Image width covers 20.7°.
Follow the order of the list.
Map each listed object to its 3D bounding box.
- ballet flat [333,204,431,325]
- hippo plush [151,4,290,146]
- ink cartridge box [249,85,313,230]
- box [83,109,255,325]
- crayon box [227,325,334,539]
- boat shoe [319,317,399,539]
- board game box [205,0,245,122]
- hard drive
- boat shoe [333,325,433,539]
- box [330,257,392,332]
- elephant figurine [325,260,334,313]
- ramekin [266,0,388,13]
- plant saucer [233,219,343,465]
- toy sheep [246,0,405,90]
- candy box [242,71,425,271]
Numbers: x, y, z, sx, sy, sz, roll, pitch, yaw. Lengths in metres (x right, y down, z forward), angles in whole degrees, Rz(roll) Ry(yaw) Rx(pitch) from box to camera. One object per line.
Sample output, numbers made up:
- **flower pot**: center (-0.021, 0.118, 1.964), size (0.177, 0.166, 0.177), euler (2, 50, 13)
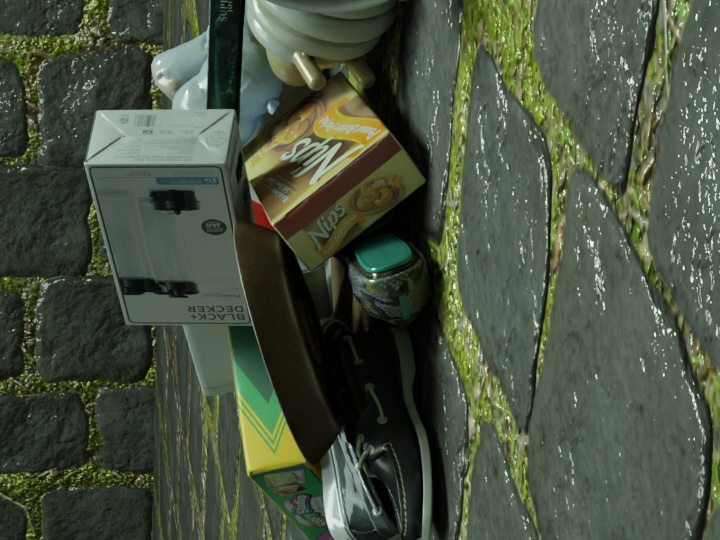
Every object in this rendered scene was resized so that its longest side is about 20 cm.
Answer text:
- **ballet flat**: center (0.012, -0.008, 1.547), size (0.200, 0.072, 0.072), euler (-114, 25, -66)
- **hippo plush**: center (-0.102, -0.174, 1.891), size (0.200, 0.159, 0.161), euler (-45, 22, 16)
- **ink cartridge box**: center (-0.079, -0.065, 1.750), size (0.200, 0.067, 0.116), euler (-59, -3, -24)
- **box**: center (-0.147, -0.039, 1.595), size (0.200, 0.116, 0.060), euler (85, -172, -50)
- **crayon box**: center (-0.053, 0.129, 1.724), size (0.200, 0.058, 0.173), euler (57, -160, -60)
- **boat shoe**: center (0.000, 0.127, 1.623), size (0.068, 0.072, 0.200), euler (-26, 60, 36)
- **board game box**: center (-0.114, -0.192, 1.670), size (0.135, 0.028, 0.200), euler (-95, 9, -74)
- **hard drive**: center (-0.091, 0.049, 1.776), size (0.200, 0.132, 0.027), euler (83, 173, -61)
- **boat shoe**: center (0.018, 0.125, 1.531), size (0.074, 0.060, 0.200), euler (98, 166, -51)
- **box**: center (0.000, 0.000, 1.720), size (0.200, 0.021, 0.164), euler (111, 156, -66)
- **elephant figurine**: center (-0.070, 0.014, 1.889), size (0.141, 0.155, 0.200), euler (-32, 62, 27)
- **ramekin**: center (-0.023, -0.286, 1.354), size (0.105, 0.200, 0.201), euler (-93, 6, -66)
- **plant saucer**: center (-0.052, 0.052, 1.536), size (0.200, 0.034, 0.201), euler (-18, -90, -87)
- **toy sheep**: center (-0.026, -0.228, 1.562), size (0.138, 0.138, 0.200), euler (-102, 31, -45)
- **candy box**: center (-0.028, -0.084, 1.583), size (0.055, 0.115, 0.200), euler (50, -177, -23)
